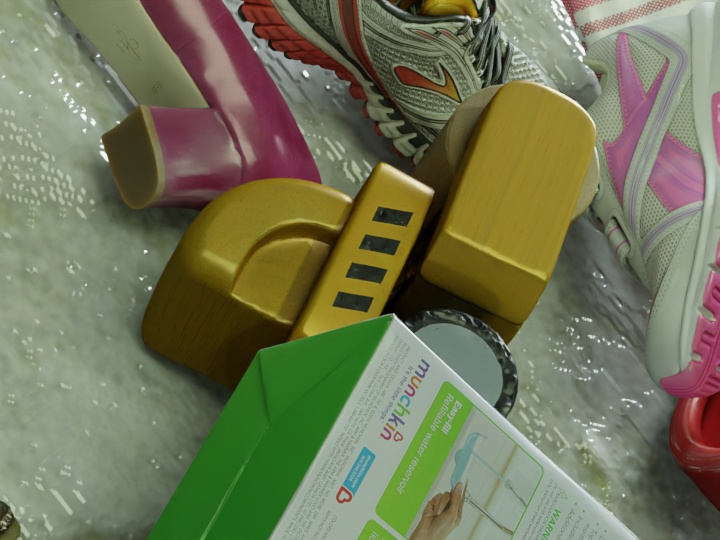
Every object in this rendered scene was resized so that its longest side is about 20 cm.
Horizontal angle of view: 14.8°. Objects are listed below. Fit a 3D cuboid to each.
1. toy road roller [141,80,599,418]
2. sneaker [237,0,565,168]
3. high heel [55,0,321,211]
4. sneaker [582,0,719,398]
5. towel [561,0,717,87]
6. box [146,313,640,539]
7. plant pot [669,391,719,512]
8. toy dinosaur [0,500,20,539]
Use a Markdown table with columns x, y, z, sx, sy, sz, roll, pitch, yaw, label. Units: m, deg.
| x | y | z | sx | sy | sz | roll | pitch | yaw | label |
| --- | --- | --- | --- | --- | --- | --- | --- | --- | --- |
| 0.000 | 0.000 | 1.157 | 0.146 | 0.123 | 0.200 | 28 | 58 | -5 | toy road roller |
| 0.032 | -0.102 | 1.222 | 0.200 | 0.082 | 0.078 | 31 | 50 | -42 | sneaker |
| -0.076 | -0.117 | 1.196 | 0.096 | 0.067 | 0.200 | -1 | 65 | -42 | high heel |
| 0.138 | -0.031 | 1.258 | 0.081 | 0.088 | 0.200 | 53 | 36 | -50 | sneaker |
| 0.178 | -0.125 | 1.330 | 0.146 | 0.030 | 0.200 | -23 | 81 | -4 | towel |
| 0.004 | 0.151 | 1.008 | 0.176 | 0.097 | 0.200 | 42 | 60 | -23 | box |
| 0.266 | 0.080 | 1.234 | 0.183 | 0.200 | 0.200 | 50 | 53 | -11 | plant pot |
| -0.139 | 0.166 | 1.018 | 0.088 | 0.047 | 0.200 | 40 | 22 | -19 | toy dinosaur |
